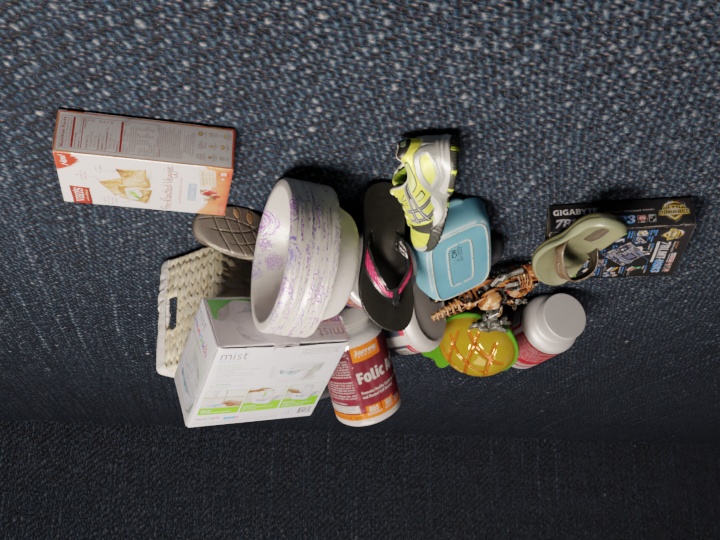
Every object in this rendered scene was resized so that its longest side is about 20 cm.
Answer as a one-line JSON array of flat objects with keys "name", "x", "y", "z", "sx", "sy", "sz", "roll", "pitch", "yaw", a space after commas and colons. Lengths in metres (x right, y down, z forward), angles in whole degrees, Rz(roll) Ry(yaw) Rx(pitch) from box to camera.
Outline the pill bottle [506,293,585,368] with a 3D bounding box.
[{"name": "pill bottle", "x": 0.339, "y": 0.112, "z": 1.568, "sx": 0.111, "sy": 0.113, "sz": 0.200, "roll": 5, "pitch": 161, "yaw": -14}]

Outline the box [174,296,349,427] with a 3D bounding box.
[{"name": "box", "x": -0.143, "y": 0.129, "z": 1.182, "sx": 0.199, "sy": 0.097, "sz": 0.177, "roll": -1, "pitch": 135, "yaw": -30}]

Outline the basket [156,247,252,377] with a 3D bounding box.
[{"name": "basket", "x": -0.207, "y": 0.076, "z": 1.352, "sx": 0.160, "sy": 0.199, "sz": 0.199, "roll": -22, "pitch": 151, "yaw": 39}]

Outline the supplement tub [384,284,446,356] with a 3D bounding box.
[{"name": "supplement tub", "x": 0.036, "y": 0.084, "z": 1.447, "sx": 0.199, "sy": 0.141, "sz": 0.140, "roll": -13, "pitch": 157, "yaw": 32}]

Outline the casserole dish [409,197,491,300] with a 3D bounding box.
[{"name": "casserole dish", "x": 0.135, "y": -0.023, "z": 1.185, "sx": 0.121, "sy": 0.039, "sz": 0.200, "roll": -24, "pitch": 144, "yaw": -7}]

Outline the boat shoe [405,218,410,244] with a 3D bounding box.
[{"name": "boat shoe", "x": 0.085, "y": -0.044, "z": 1.201, "sx": 0.071, "sy": 0.068, "sz": 0.200, "roll": -2, "pitch": 159, "yaw": 9}]

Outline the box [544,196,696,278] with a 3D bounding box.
[{"name": "box", "x": 0.374, "y": -0.042, "z": 1.228, "sx": 0.197, "sy": 0.050, "sz": 0.200, "roll": -4, "pitch": 159, "yaw": 10}]

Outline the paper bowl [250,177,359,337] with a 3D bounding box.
[{"name": "paper bowl", "x": -0.070, "y": -0.013, "z": 1.079, "sx": 0.104, "sy": 0.202, "sz": 0.201, "roll": 8, "pitch": 159, "yaw": -21}]

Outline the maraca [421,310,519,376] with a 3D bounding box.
[{"name": "maraca", "x": 0.190, "y": 0.131, "z": 1.498, "sx": 0.199, "sy": 0.107, "sz": 0.138, "roll": -3, "pitch": 121, "yaw": 34}]

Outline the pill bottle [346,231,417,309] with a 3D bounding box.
[{"name": "pill bottle", "x": 0.000, "y": 0.000, "z": 1.213, "sx": 0.111, "sy": 0.112, "sz": 0.200, "roll": 6, "pitch": 178, "yaw": -16}]

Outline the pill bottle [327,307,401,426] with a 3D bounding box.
[{"name": "pill bottle", "x": -0.009, "y": 0.138, "z": 1.340, "sx": 0.113, "sy": 0.201, "sz": 0.114, "roll": -13, "pitch": -160, "yaw": 5}]

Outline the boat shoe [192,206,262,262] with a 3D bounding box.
[{"name": "boat shoe", "x": -0.153, "y": -0.039, "z": 1.203, "sx": 0.199, "sy": 0.075, "sz": 0.073, "roll": 13, "pitch": 157, "yaw": -29}]

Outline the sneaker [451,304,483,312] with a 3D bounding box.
[{"name": "sneaker", "x": 0.192, "y": 0.091, "z": 1.581, "sx": 0.199, "sy": 0.081, "sz": 0.115, "roll": 26, "pitch": 127, "yaw": -23}]

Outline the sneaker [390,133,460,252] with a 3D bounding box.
[{"name": "sneaker", "x": 0.076, "y": -0.099, "z": 1.031, "sx": 0.076, "sy": 0.076, "sz": 0.201, "roll": 9, "pitch": 144, "yaw": 3}]

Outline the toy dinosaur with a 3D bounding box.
[{"name": "toy dinosaur", "x": 0.212, "y": 0.035, "z": 1.380, "sx": 0.199, "sy": 0.103, "sz": 0.136, "roll": -1, "pitch": 157, "yaw": -2}]

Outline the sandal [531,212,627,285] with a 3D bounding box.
[{"name": "sandal", "x": 0.296, "y": -0.018, "z": 1.148, "sx": 0.079, "sy": 0.058, "sz": 0.201, "roll": 5, "pitch": 158, "yaw": -10}]

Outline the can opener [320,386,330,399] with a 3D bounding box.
[{"name": "can opener", "x": -0.073, "y": 0.192, "z": 1.382, "sx": 0.199, "sy": 0.054, "sz": 0.067, "roll": -12, "pitch": 170, "yaw": -42}]

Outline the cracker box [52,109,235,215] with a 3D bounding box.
[{"name": "cracker box", "x": -0.254, "y": -0.123, "z": 0.986, "sx": 0.199, "sy": 0.058, "sz": 0.134, "roll": 5, "pitch": 160, "yaw": -12}]

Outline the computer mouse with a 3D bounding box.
[{"name": "computer mouse", "x": 0.168, "y": 0.007, "z": 1.325, "sx": 0.058, "sy": 0.034, "sz": 0.200, "roll": -8, "pitch": 153, "yaw": -29}]

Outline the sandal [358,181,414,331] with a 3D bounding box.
[{"name": "sandal", "x": 0.035, "y": -0.015, "z": 1.088, "sx": 0.075, "sy": 0.201, "sz": 0.045, "roll": -8, "pitch": -170, "yaw": -17}]
